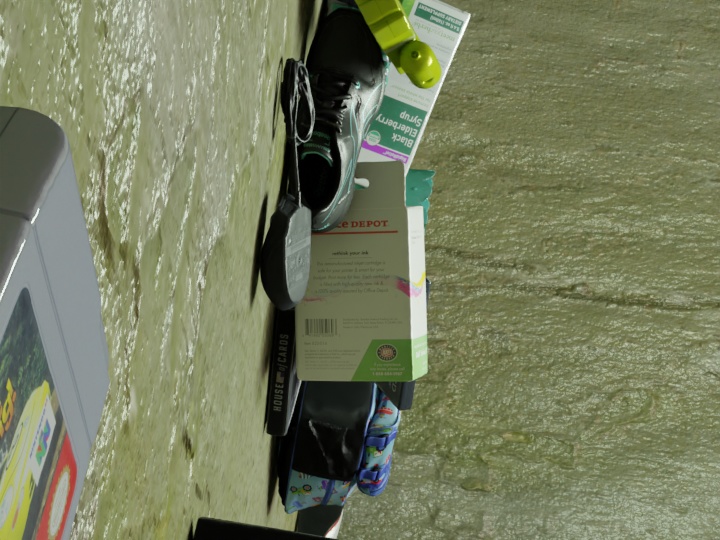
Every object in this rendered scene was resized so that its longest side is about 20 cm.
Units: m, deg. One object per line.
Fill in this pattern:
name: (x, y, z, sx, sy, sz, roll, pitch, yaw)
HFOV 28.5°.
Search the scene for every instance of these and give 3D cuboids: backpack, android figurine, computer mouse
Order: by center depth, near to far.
computer mouse: (-0.061, -0.067, 1.120, 0.059, 0.034, 0.202, -26, 121, -67)
android figurine: (0.014, -0.245, 1.238, 0.183, 0.041, 0.200, 64, 6, 11)
backpack: (-0.026, 0.184, 1.614, 0.183, 0.133, 0.201, -78, 178, -52)

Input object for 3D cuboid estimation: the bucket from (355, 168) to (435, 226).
bucket: (0.021, -0.048, 1.896, 0.207, 0.133, 0.209, 9, 90, -89)

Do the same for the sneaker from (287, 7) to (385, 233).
sneaker: (-0.022, -0.132, 1.243, 0.079, 0.075, 0.202, -22, 119, -85)

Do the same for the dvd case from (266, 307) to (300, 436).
dvd case: (-0.065, 0.051, 1.454, 0.201, 0.024, 0.152, -79, 176, -60)

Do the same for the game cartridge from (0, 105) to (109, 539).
game cartridge: (-0.103, 0.066, 0.348, 0.134, 0.040, 0.202, 88, 10, -57)

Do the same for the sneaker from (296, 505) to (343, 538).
sneaker: (-0.074, 0.443, 2.228, 0.109, 0.067, 0.202, 98, 5, -45)

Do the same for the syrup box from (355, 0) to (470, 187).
syrup box: (0.029, -0.185, 1.441, 0.202, 0.078, 0.081, -68, -155, 9)

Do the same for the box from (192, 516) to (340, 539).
box: (-0.080, 0.306, 0.964, 0.183, 0.103, 0.201, 94, 5, -50)

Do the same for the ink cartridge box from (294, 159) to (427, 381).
ink cartridge box: (0.000, 0.000, 1.326, 0.067, 0.116, 0.202, -9, 98, -73)

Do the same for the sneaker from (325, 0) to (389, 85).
sneaker: (-0.010, -0.197, 1.375, 0.088, 0.074, 0.202, 104, -5, -57)

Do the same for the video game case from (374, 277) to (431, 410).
video game case: (0.010, 0.031, 1.455, 0.200, 0.019, 0.144, 44, -46, 51)
